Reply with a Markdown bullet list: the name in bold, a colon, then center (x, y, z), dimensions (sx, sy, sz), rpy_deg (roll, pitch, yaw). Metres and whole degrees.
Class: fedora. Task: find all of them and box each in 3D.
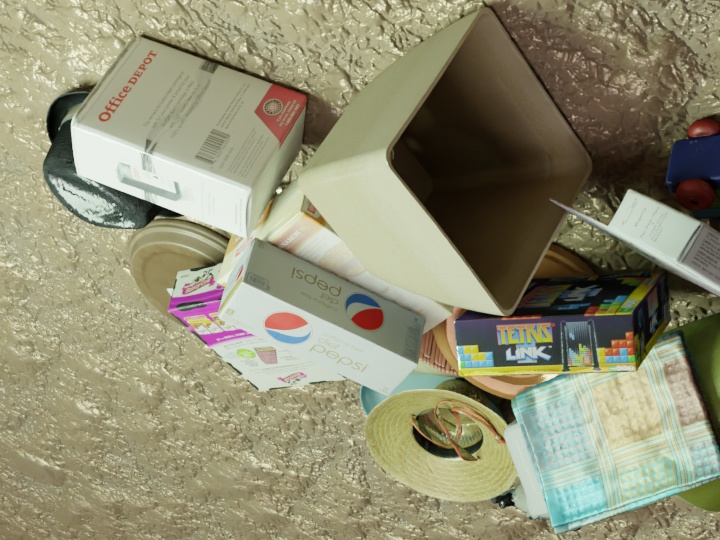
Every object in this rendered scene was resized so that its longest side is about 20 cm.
- **fedora**: center (-0.284, -0.106, 1.483), dimensions (0.199, 0.092, 0.201), rpy_deg (20, 144, 15)

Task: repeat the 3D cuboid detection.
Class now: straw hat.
- **straw hat**: center (0.108, 0.177, 1.544), dimensions (0.199, 0.085, 0.202), rpy_deg (13, 136, 12)

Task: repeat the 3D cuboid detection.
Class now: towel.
- **towel**: center (0.246, 0.159, 1.274), dimensions (0.199, 0.148, 0.022), rpy_deg (-27, 162, 35)

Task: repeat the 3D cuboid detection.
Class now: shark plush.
- **shark plush**: center (0.244, 0.300, 1.667), dimensions (0.083, 0.092, 0.199), rpy_deg (16, 150, -40)

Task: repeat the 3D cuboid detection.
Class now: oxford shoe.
- **oxford shoe**: center (0.088, 0.090, 1.528), dimensions (0.198, 0.071, 0.074), rpy_deg (11, 161, 21)

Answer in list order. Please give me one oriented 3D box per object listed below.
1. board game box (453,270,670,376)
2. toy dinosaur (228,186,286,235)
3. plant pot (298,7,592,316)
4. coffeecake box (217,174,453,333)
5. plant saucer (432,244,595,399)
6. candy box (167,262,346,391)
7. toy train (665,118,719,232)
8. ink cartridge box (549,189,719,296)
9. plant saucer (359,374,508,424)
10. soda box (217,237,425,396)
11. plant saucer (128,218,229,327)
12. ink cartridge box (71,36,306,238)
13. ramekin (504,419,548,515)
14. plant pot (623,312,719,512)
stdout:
- **board game box**: center (0.195, 0.047, 1.239), dimensions (0.164, 0.200, 0.057), rpy_deg (-3, 99, 21)
- **toy dinosaur**: center (-0.119, -0.058, 1.475), dimensions (0.101, 0.058, 0.200), rpy_deg (-10, 129, 40)
- **plant pot**: center (0.063, -0.092, 1.225), dimensions (0.176, 0.200, 0.200), rpy_deg (-5, 133, 47)
- **coffeecake box**: center (-0.022, 0.003, 1.368), dimensions (0.199, 0.073, 0.153), rpy_deg (34, 134, -22)
- **plant saucer**: center (0.169, 0.060, 1.402), dimensions (0.198, 0.038, 0.202), rpy_deg (8, 122, 14)
- **candy box**: center (-0.116, 0.066, 1.572), dimensions (0.135, 0.061, 0.200), rpy_deg (-10, 142, 29)
- **toy train**: center (0.378, -0.075, 1.137), dimensions (0.199, 0.085, 0.116), rpy_deg (-5, 143, 35)
- **ink cartridge box**: center (0.293, -0.019, 1.192), dimensions (0.199, 0.044, 0.173), rpy_deg (26, -173, -38)
- **plant saucer**: center (0.096, 0.175, 1.641), dimensions (0.199, 0.028, 0.201), rpy_deg (17, 142, 14)
- **soda box**: center (-0.038, 0.048, 1.319), dimensions (0.199, 0.064, 0.068), rpy_deg (26, 136, -14)
- **plant saucer**: center (-0.205, 0.017, 1.641), dimensions (0.199, 0.030, 0.201), rpy_deg (17, 142, 13)
- **ink cartridge box**: center (-0.174, -0.138, 1.342), dimensions (0.199, 0.146, 0.085), rpy_deg (22, 144, 8)
- **ramekin**: center (0.251, 0.175, 1.406), dimensions (0.200, 0.200, 0.098), rpy_deg (-33, 82, 49)
- **plant pot**: center (0.386, 0.107, 1.279), dimensions (0.187, 0.188, 0.200), rpy_deg (38, 130, -14)
